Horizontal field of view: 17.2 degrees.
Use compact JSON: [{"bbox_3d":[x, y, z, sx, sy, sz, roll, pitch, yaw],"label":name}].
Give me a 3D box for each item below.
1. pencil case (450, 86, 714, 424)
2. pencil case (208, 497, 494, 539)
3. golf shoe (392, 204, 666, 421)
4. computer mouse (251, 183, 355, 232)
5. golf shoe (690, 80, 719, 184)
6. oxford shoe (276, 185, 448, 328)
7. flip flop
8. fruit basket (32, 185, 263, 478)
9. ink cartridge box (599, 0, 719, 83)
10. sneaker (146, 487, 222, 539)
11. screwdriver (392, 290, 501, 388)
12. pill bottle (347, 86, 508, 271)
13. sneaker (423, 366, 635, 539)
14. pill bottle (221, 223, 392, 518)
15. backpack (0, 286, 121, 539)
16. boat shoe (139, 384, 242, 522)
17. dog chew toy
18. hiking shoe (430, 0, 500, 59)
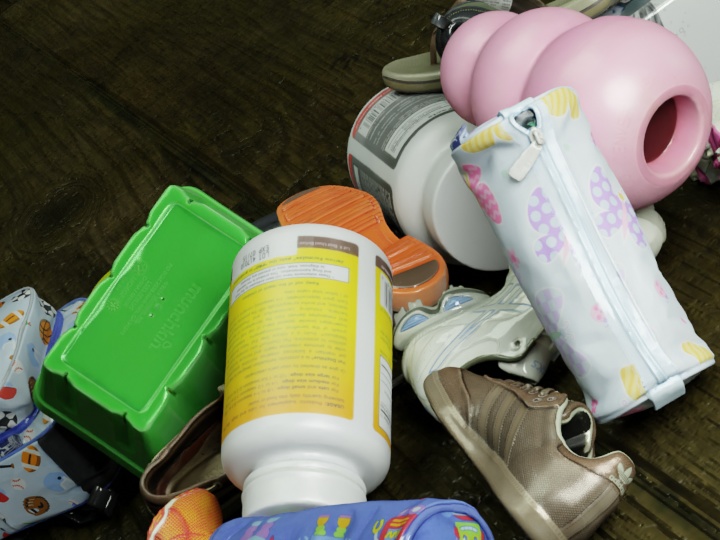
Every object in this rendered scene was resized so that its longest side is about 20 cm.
[{"bbox_3d":[0.133,-0.010,1.409,0.083,0.200,0.091,-26,-4,-19],"label":"pencil case"},{"bbox_3d":[-0.010,0.182,1.399,0.200,0.078,0.087,-11,54,47],"label":"pencil case"},{"bbox_3d":[0.120,0.033,1.548,0.200,0.078,0.097,-33,42,14],"label":"golf shoe"},{"bbox_3d":[-0.058,-0.031,1.910,0.200,0.053,0.138,-39,3,1],"label":"computer mouse"},{"bbox_3d":[0.261,-0.088,1.555,0.091,0.075,0.200,-29,25,-3],"label":"golf shoe"},{"bbox_3d":[0.000,0.000,1.710,0.071,0.073,0.200,-26,35,-16],"label":"oxford shoe"},{"bbox_3d":[0.104,-0.185,1.756,0.200,0.058,0.081,-22,13,27],"label":"flip flop"},{"bbox_3d":[-0.141,0.046,1.742,0.216,0.155,0.216,-53,-13,-18],"label":"fruit basket"},{"bbox_3d":[0.215,-0.175,1.786,0.200,0.086,0.146,-35,21,0],"label":"ink cartridge box"},{"bbox_3d":[-0.103,0.211,1.521,0.077,0.073,0.200,-8,32,10],"label":"sneaker"},{"bbox_3d":[0.055,0.052,1.636,0.200,0.029,0.028,-29,22,16],"label":"screwdriver"},{"bbox_3d":[0.068,-0.069,1.746,0.116,0.116,0.200,-38,21,-3],"label":"pill bottle"},{"bbox_3d":[0.102,0.102,1.411,0.076,0.070,0.200,-36,31,-1],"label":"sneaker"},{"bbox_3d":[-0.034,0.078,1.543,0.109,0.109,0.200,-22,51,32],"label":"pill bottle"},{"bbox_3d":[-0.272,0.122,1.841,0.190,0.154,0.200,-37,21,28],"label":"backpack"},{"bbox_3d":[-0.067,0.102,1.630,0.202,0.075,0.075,-44,58,-2],"label":"boat shoe"},{"bbox_3d":[0.129,-0.114,1.532,0.125,0.125,0.200,-44,42,-18],"label":"dog chew toy"},{"bbox_3d":[0.134,-0.119,1.658,0.076,0.200,0.101,-63,-7,11],"label":"hiking shoe"}]
